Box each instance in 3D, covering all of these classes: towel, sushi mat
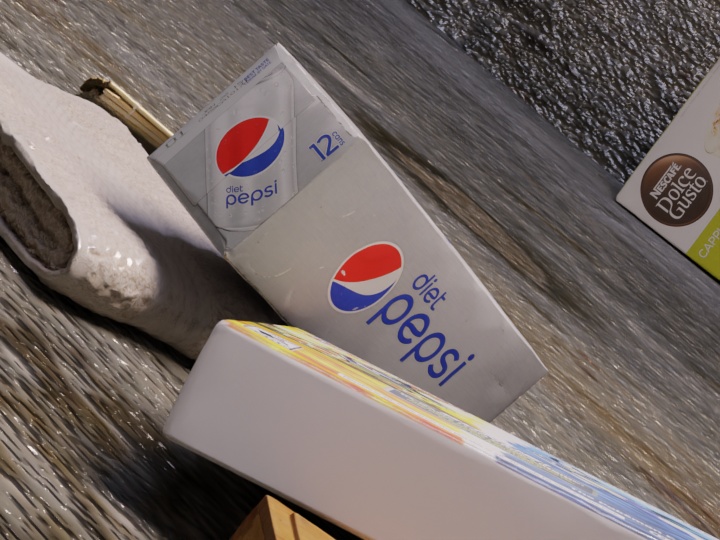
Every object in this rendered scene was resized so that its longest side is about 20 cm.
[{"bbox_3d":[-0.107,-0.032,1.001,0.132,0.035,0.200,28,14,-44],"label":"towel"},{"bbox_3d":[-0.046,-0.020,1.156,0.200,0.012,0.096,39,-5,-11],"label":"sushi mat"}]

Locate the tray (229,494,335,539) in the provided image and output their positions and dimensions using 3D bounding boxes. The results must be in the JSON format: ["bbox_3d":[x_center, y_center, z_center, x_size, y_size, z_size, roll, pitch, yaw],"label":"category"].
[{"bbox_3d":[0.048,0.145,0.723,0.200,0.037,0.099,36,9,-16],"label":"tray"}]

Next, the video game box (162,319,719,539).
[{"bbox_3d":[0.046,0.078,0.836,0.199,0.047,0.182,27,-2,6],"label":"video game box"}]

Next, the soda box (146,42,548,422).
[{"bbox_3d":[0.000,0.000,0.997,0.063,0.068,0.200,50,1,37],"label":"soda box"}]

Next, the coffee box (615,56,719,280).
[{"bbox_3d":[0.425,-0.101,2.861,0.198,0.200,0.200,38,10,9],"label":"coffee box"}]
